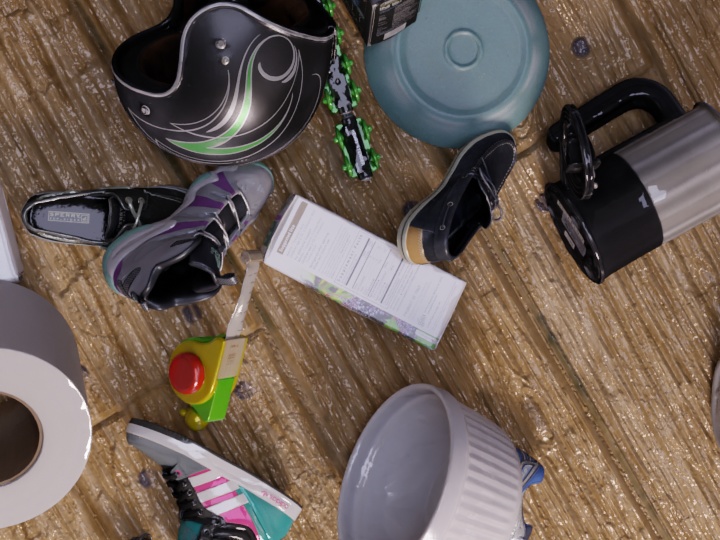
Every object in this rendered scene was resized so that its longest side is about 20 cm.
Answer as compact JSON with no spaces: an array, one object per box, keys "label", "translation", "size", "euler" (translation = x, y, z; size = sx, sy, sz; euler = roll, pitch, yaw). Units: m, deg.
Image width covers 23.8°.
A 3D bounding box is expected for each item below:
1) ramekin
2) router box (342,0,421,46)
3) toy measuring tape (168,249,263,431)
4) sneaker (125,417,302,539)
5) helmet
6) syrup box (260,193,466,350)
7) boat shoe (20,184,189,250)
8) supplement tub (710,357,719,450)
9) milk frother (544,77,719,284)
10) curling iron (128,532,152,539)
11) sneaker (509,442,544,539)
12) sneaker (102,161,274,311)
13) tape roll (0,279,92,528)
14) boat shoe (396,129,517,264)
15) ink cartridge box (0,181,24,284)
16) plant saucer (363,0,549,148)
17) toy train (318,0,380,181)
[{"label":"ramekin","translation":[0.073,0.224,1.711],"size":[0.105,0.200,0.201],"euler":[24,89,-26]},{"label":"router box","translation":[-0.010,-0.336,1.683],"size":[0.062,0.150,0.201],"euler":[-28,85,-5]},{"label":"toy measuring tape","translation":[-0.151,0.066,1.728],"size":[0.073,0.074,0.201],"euler":[13,104,-8]},{"label":"sneaker","translation":[-0.171,0.243,1.737],"size":[0.199,0.084,0.121],"euler":[31,78,-9]},{"label":"helmet","translation":[-0.135,-0.196,1.671],"size":[0.199,0.200,0.191],"euler":[30,115,-8]},{"label":"syrup box","translation":[0.000,0.000,1.749],"size":[0.199,0.079,0.082],"euler":[26,89,-8]},{"label":"boat shoe","translation":[-0.241,-0.050,1.723],"size":[0.199,0.064,0.071],"euler":[-2,92,-8]},{"label":"supplement tub","translation":[0.479,0.142,1.796],"size":[0.199,0.123,0.123],"euler":[0,92,-8]},{"label":"milk frother","translation":[0.287,-0.108,1.725],"size":[0.187,0.200,0.181],"euler":[-29,91,-6]},{"label":"curling iron","translation":[-0.229,0.368,1.756],"size":[0.049,0.025,0.201],"euler":[-5,98,-44]},{"label":"sneaker","translation":[0.135,0.277,1.781],"size":[0.085,0.077,0.201],"euler":[23,89,-12]},{"label":"sneaker","translation":[-0.143,-0.024,1.663],"size":[0.200,0.140,0.078],"euler":[-39,124,-13]},{"label":"tape roll","translation":[-0.363,0.127,1.641],"size":[0.201,0.139,0.204],"euler":[-6,119,-11]},{"label":"boat shoe","translation":[0.112,-0.072,1.732],"size":[0.200,0.062,0.075],"euler":[-47,133,-38]},{"label":"ink cartridge box","translation":[-0.446,-0.035,1.687],"size":[0.199,0.085,0.147],"euler":[-15,95,-9]},{"label":"plant saucer","translation":[0.104,-0.228,1.777],"size":[0.199,0.036,0.201],"euler":[0,92,-7]},{"label":"toy train","translation":[-0.023,-0.188,1.751],"size":[0.041,0.056,0.201],"euler":[-17,95,-2]}]
